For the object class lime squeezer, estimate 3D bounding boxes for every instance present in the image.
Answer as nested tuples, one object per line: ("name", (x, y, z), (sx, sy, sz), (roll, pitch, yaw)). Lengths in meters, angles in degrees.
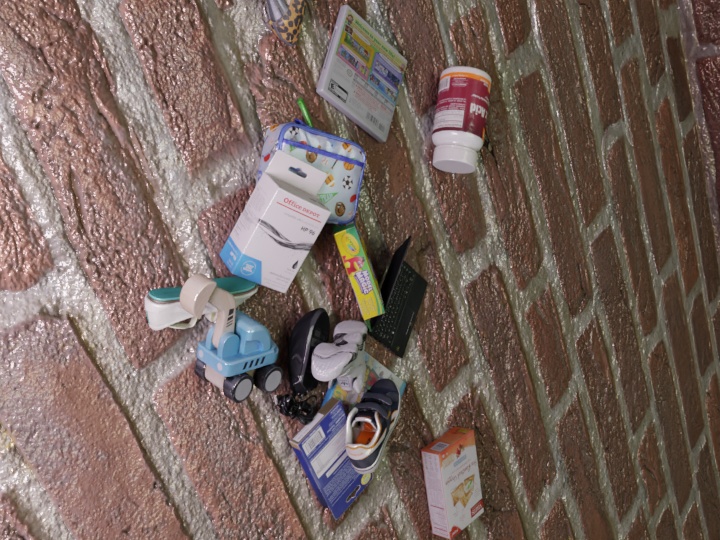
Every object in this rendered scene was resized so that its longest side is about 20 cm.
("lime squeezer", (-0.063, -0.224, 1.489), (0.200, 0.037, 0.072), (43, 30, -39))

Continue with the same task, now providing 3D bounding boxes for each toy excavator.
("toy excavator", (-0.203, 0.095, 1.245), (0.192, 0.099, 0.205), (-11, 118, -49))

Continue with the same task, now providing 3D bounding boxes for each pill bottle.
("pill bottle", (0.214, -0.320, 1.722), (0.113, 0.112, 0.205), (16, 79, -46))

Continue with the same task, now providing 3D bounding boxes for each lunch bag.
("lunch bag", (-0.087, -0.172, 1.399), (0.197, 0.075, 0.164), (12, 92, -38))

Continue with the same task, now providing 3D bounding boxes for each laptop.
("laptop", (0.090, 0.057, 1.609), (0.199, 0.102, 0.181), (40, 64, -41))

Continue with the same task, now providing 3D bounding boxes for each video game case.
("video game case", (0.007, -0.378, 1.560), (0.198, 0.022, 0.186), (30, 70, -44))
("video game case", (0.010, 0.248, 1.589), (0.199, 0.018, 0.146), (41, 62, -41))

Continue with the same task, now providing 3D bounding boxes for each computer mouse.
("computer mouse", (-0.106, 0.162, 1.424), (0.138, 0.052, 0.205), (43, 58, -63))

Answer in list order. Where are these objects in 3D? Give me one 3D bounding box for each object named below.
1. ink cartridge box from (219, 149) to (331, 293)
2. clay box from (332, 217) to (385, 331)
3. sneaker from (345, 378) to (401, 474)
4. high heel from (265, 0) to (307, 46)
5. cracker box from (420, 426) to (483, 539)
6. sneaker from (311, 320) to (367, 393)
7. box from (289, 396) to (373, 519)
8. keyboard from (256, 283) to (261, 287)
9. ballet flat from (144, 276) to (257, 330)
("ink cartridge box", (-0.130, -0.078, 1.313), (0.115, 0.068, 0.203), (20, 106, -38))
("clay box", (0.000, 0.000, 1.498), (0.115, 0.047, 0.204), (-100, 170, -70))
("sneaker", (0.025, 0.273, 1.509), (0.203, 0.077, 0.080), (-71, 150, -41))
("high heel", (-0.097, -0.493, 1.415), (0.200, 0.070, 0.145), (-42, 127, -36))
("cracker box", (0.206, 0.469, 1.785), (0.133, 0.057, 0.205), (-21, 107, -45))
("sneaker", (-0.033, 0.177, 1.440), (0.200, 0.073, 0.118), (-50, 142, -64))
("box", (-0.051, 0.354, 1.504), (0.121, 0.032, 0.203), (-41, 123, -32))
("keyboard", (-0.134, -0.051, 1.428), (0.200, 0.011, 0.057), (-48, 119, -36))
("ballet flat", (-0.252, 0.054, 1.269), (0.197, 0.069, 0.071), (-9, 98, -43))
